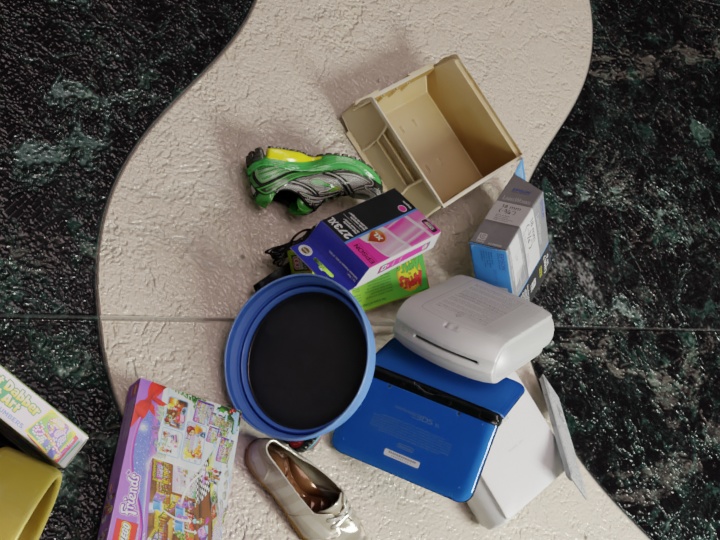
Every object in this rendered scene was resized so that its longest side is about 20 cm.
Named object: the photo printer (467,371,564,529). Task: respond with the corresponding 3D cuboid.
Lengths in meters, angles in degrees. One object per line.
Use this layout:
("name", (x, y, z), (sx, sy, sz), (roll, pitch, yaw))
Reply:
("photo printer", (0.177, 0.223, 1.696), (0.165, 0.069, 0.202), (-29, 86, -39))

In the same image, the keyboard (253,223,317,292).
("keyboard", (-0.069, -0.006, 1.672), (0.199, 0.039, 0.105), (-34, 109, -39))

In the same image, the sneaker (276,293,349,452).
("sneaker", (-0.036, 0.135, 1.572), (0.095, 0.078, 0.203), (27, 81, -58))

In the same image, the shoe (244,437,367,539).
("shoe", (-0.060, 0.279, 1.521), (0.200, 0.053, 0.070), (46, 51, -7))

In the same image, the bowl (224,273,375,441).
("bowl", (-0.072, 0.107, 1.519), (0.039, 0.198, 0.204), (30, 46, -62))

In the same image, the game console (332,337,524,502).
("game console", (0.089, 0.188, 1.617), (0.198, 0.118, 0.173), (20, 84, 20))

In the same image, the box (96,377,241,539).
("box", (-0.218, 0.240, 1.442), (0.135, 0.039, 0.203), (22, 58, -24))

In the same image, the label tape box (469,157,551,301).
("label tape box", (0.232, -0.045, 1.816), (0.201, 0.062, 0.146), (-55, 144, -37))

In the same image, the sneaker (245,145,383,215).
("sneaker", (-0.062, -0.110, 1.701), (0.197, 0.078, 0.087), (3, 73, -23))

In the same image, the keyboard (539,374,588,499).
("keyboard", (0.283, 0.228, 1.739), (0.056, 0.011, 0.201), (47, 21, -32))

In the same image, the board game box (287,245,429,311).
("board game box", (0.000, 0.000, 1.674), (0.198, 0.047, 0.103), (-18, 100, -40))

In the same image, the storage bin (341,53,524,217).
("storage bin", (0.104, -0.195, 1.831), (0.199, 0.094, 0.200), (-32, 88, -39))

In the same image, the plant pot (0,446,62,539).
("plant pot", (-0.419, 0.248, 1.217), (0.187, 0.201, 0.202), (27, 54, -3))

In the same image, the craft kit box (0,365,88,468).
("craft kit box", (-0.380, 0.126, 1.287), (0.199, 0.197, 0.049), (41, 69, -10))

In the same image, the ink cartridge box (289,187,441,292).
("ink cartridge box", (0.009, -0.039, 1.617), (0.095, 0.037, 0.199), (44, 45, 19))

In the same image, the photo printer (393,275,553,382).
("photo printer", (0.148, 0.078, 1.663), (0.165, 0.070, 0.199), (23, 22, 24))
